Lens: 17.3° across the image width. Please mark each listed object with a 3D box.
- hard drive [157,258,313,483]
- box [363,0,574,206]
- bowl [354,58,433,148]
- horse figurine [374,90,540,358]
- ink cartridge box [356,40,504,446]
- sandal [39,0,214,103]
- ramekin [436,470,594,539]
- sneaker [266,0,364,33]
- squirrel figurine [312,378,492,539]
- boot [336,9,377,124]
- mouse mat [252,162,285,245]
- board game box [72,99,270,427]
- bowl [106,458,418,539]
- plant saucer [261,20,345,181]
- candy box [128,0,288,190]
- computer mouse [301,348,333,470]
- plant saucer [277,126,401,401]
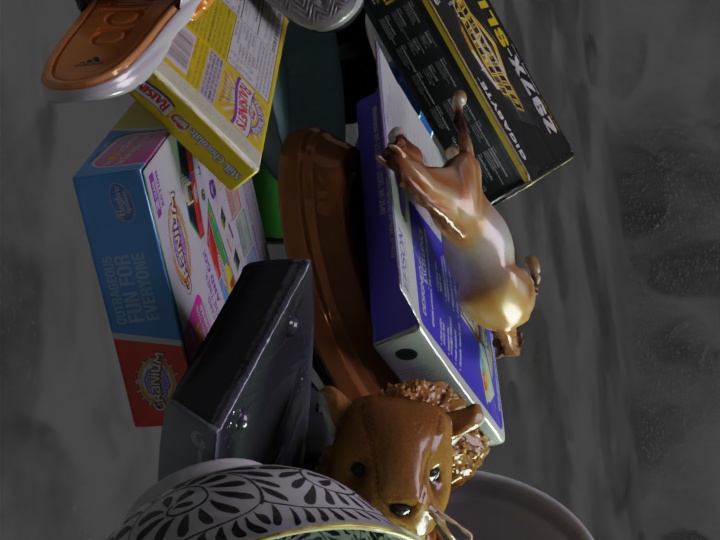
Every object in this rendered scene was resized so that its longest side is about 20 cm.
[{"bbox_3d":[-0.067,0.092,1.295,0.200,0.042,0.135,94,19,-53],"label":"hard drive"},{"bbox_3d":[0.071,-0.147,1.663,0.200,0.049,0.160,61,17,0],"label":"box"},{"bbox_3d":[0.016,-0.062,1.739,0.201,0.039,0.201,16,90,-85],"label":"bowl"},{"bbox_3d":[0.073,-0.021,1.496,0.133,0.050,0.200,-75,145,-63],"label":"horse figurine"},{"bbox_3d":[0.035,-0.013,1.529,0.200,0.043,0.198,57,23,-51],"label":"ink cartridge box"},{"bbox_3d":[-0.122,-0.158,1.270,0.207,0.079,0.059,-71,154,-57],"label":"sandal"},{"bbox_3d":[0.051,0.227,1.486,0.200,0.200,0.105,-78,169,-54],"label":"ramekin"},{"bbox_3d":[-0.050,-0.224,1.492,0.200,0.078,0.112,59,4,17],"label":"sneaker"},{"bbox_3d":[0.007,0.136,1.356,0.200,0.141,0.187,-83,179,-57],"label":"squirrel figurine"},{"bbox_3d":[-0.028,-0.208,1.731,0.075,0.074,0.200,-110,-169,-51],"label":"boot"},{"bbox_3d":[-0.066,-0.117,1.643,0.161,0.008,0.200,1,81,-77],"label":"mouse mat"},{"bbox_3d":[-0.103,-0.022,1.364,0.200,0.040,0.153,-65,146,-65],"label":"board game box"},{"bbox_3d":[-0.066,0.157,1.191,0.094,0.201,0.201,64,0,36],"label":"bowl"},{"bbox_3d":[-0.053,-0.134,1.605,0.201,0.039,0.201,-7,90,-76],"label":"plant saucer"},{"bbox_3d":[-0.092,-0.132,1.371,0.102,0.026,0.200,46,23,-21],"label":"candy box"},{"bbox_3d":[-0.044,0.068,1.484,0.200,0.046,0.141,-1,65,-61],"label":"computer mouse"},{"bbox_3d":[0.000,0.000,1.543,0.200,0.037,0.200,-16,90,-74],"label":"plant saucer"}]
